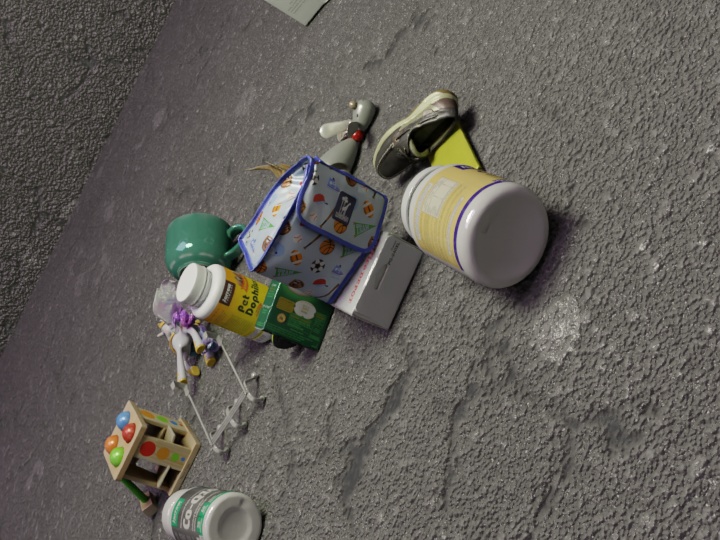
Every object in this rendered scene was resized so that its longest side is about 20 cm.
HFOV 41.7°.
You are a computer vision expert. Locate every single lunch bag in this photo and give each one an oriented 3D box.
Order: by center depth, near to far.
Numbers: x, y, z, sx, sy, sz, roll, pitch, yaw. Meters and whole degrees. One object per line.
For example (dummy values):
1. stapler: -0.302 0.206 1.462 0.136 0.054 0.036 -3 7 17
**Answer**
1. lunch bag: -0.070 -0.069 1.506 0.201 0.169 0.124 -54 36 17

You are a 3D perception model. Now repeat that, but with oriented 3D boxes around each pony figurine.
1. pony figurine: -0.377 0.125 2.055 0.194 0.165 0.201 -59 46 25

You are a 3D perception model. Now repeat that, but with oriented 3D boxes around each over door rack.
1. over door rack: -0.273 0.237 1.853 0.200 0.066 0.148 47 110 35

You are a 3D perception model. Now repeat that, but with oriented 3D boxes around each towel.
1. towel: 0.149 -0.197 1.575 0.086 0.018 0.201 -54 33 29

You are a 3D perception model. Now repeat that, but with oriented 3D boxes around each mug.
1. mug: -0.350 -0.044 2.103 0.185 0.151 0.116 -36 44 38

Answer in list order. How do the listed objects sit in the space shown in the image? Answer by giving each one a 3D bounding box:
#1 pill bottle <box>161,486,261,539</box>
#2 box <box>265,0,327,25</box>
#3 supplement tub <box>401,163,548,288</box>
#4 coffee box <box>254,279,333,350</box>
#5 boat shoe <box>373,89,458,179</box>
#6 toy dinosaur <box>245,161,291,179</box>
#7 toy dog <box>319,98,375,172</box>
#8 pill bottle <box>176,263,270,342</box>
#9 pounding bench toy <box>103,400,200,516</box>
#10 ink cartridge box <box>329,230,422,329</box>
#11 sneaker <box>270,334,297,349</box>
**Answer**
1. pill bottle: -0.268 0.443 1.673 0.199 0.112 0.114 -12 59 53
2. box: -0.128 -0.740 2.267 0.199 0.130 0.202 -42 37 34
3. supplement tub: 0.157 -0.070 1.346 0.147 0.144 0.200 -63 31 4
4. coffee box: -0.099 0.030 1.696 0.044 0.122 0.202 7 76 61
5. boat shoe: 0.091 -0.218 1.596 0.201 0.071 0.067 -43 34 33
6. toy dinosaur: -0.160 -0.205 1.970 0.199 0.100 0.059 24 89 59
7. toy dog: -0.049 -0.243 1.830 0.131 0.096 0.202 -16 56 51
8. pill bottle: -0.252 0.058 1.831 0.109 0.199 0.110 -35 42 40
9. pounding bench toy: -0.454 0.397 1.950 0.202 0.155 0.124 -63 31 4
10. ink cartridge box: 0.000 0.000 1.598 0.199 0.083 0.147 23 88 59
11. sneaker: -0.114 0.053 1.762 0.081 0.073 0.202 0 62 64
